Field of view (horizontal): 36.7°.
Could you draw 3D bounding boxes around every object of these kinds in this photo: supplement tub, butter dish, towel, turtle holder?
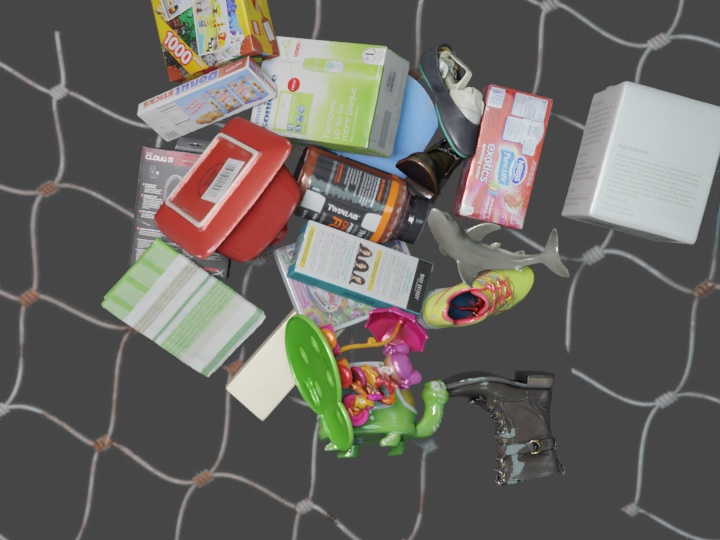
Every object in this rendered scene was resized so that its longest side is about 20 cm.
[{"bbox_3d":[-0.003,-0.103,1.584,0.200,0.107,0.107,19,92,-8],"label":"supplement tub"},{"bbox_3d":[-0.160,-0.089,1.514,0.200,0.199,0.148,-52,126,-5],"label":"butter dish"},{"bbox_3d":[-0.260,0.054,1.600,0.200,0.031,0.149,38,112,-18],"label":"towel"},{"bbox_3d":[0.026,0.203,1.609,0.185,0.141,0.132,-12,70,28],"label":"turtle holder"}]

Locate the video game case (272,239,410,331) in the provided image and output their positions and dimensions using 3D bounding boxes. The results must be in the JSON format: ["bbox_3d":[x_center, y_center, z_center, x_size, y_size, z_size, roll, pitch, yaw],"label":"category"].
[{"bbox_3d":[-0.014,0.006,1.617,0.200,0.018,0.143,-19,84,-22],"label":"video game case"}]

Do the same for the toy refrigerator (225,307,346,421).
[{"bbox_3d":[-0.109,0.124,1.635,0.076,0.070,0.200,41,85,-5],"label":"toy refrigerator"}]

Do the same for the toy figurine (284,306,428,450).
[{"bbox_3d":[0.018,0.130,1.530,0.184,0.150,0.200,-18,75,-27],"label":"toy figurine"}]

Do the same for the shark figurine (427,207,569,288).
[{"bbox_3d":[0.189,-0.012,1.596,0.214,0.128,0.090,15,57,-4],"label":"shark figurine"}]

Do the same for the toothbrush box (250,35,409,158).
[{"bbox_3d":[-0.045,-0.251,1.566,0.200,0.086,0.146,12,90,28],"label":"toothbrush box"}]

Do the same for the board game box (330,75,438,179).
[{"bbox_3d":[0.019,-0.209,1.642,0.158,0.039,0.200,30,98,-6],"label":"board game box"}]

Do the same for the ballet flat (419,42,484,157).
[{"bbox_3d":[0.139,-0.257,1.583,0.073,0.073,0.200,-15,56,-2],"label":"ballet flat"}]

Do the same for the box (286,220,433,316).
[{"bbox_3d":[0.000,0.000,1.586,0.200,0.049,0.082,20,73,-14],"label":"box"}]

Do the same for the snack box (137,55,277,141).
[{"bbox_3d":[-0.223,-0.245,1.568,0.200,0.072,0.024,-18,51,26],"label":"snack box"}]

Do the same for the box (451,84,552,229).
[{"bbox_3d":[0.210,-0.168,1.625,0.100,0.095,0.200,13,93,-3],"label":"box"}]

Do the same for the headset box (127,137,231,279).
[{"bbox_3d":[-0.256,-0.096,1.612,0.148,0.075,0.200,7,93,-4],"label":"headset box"}]

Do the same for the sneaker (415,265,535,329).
[{"bbox_3d":[0.185,0.042,1.626,0.200,0.090,0.078,-24,99,-19],"label":"sneaker"}]

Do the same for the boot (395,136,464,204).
[{"bbox_3d":[0.107,-0.164,1.572,0.075,0.200,0.097,35,87,7],"label":"boot"}]

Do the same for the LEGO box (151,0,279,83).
[{"bbox_3d":[-0.217,-0.384,1.561,0.149,0.077,0.200,-15,87,25],"label":"LEGO box"}]

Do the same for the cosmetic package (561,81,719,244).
[{"bbox_3d":[0.417,-0.155,1.603,0.166,0.167,0.200,15,93,-3],"label":"cosmetic package"}]

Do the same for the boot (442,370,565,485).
[{"bbox_3d":[0.217,0.244,1.662,0.200,0.069,0.174,0,93,-5],"label":"boot"}]
